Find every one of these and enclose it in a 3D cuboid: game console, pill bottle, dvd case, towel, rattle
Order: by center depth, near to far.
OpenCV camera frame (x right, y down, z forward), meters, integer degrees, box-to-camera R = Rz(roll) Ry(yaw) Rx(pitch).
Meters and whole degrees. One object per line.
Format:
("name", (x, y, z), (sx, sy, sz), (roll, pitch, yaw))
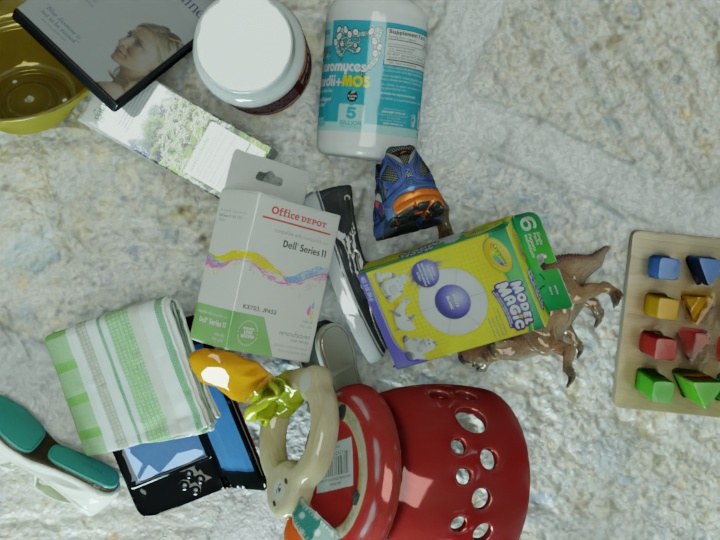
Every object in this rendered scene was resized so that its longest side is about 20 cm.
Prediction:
("rattle", (-0.094, 0.186, 1.118), (0.130, 0.143, 0.202), (-7, 69, 38))
("pill bottle", (-0.110, -0.223, 1.176), (0.113, 0.200, 0.115), (0, 94, 0))
("dvd case", (-0.246, -0.270, 1.204), (0.143, 0.018, 0.200), (42, 53, -2))
("pill bottle", (0.014, -0.220, 1.220), (0.110, 0.111, 0.202), (5, 93, 0))
("towel", (-0.248, 0.116, 1.231), (0.199, 0.031, 0.150), (-16, 94, 35))
("game console", (-0.208, 0.165, 1.244), (0.171, 0.119, 0.201), (-22, 93, 2))

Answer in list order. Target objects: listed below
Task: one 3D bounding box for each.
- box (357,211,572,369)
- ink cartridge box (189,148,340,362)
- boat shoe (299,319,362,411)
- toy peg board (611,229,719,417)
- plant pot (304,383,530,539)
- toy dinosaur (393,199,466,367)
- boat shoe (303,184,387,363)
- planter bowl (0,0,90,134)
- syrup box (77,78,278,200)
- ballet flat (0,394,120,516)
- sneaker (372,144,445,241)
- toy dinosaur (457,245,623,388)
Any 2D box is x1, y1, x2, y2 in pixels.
("box", (0.110, 0.021, 1.186), (0.199, 0.048, 0.118), (-19, 103, 21))
("ink cartridge box", (-0.093, -0.015, 1.178), (0.117, 0.067, 0.202), (13, 88, -43))
("boat shoe", (-0.025, 0.153, 1.281), (0.067, 0.057, 0.202), (-17, 99, -34))
("toy peg board", (0.392, 0.066, 1.245), (0.198, 0.098, 0.201), (6, 94, -1))
("plant pot", (0.048, 0.216, 1.178), (0.181, 0.200, 0.202), (6, 95, -29))
("toy dinosaur", (0.098, 0.017, 1.264), (0.060, 0.106, 0.202), (7, 91, -31))
("boat shoe", (0.000, 0.000, 1.261), (0.066, 0.070, 0.201), (-21, 86, 3))
("planter bowl", (-0.362, -0.207, 1.219), (0.199, 0.084, 0.202), (1, 55, -2))
("syrup box", (-0.196, -0.146, 1.241), (0.199, 0.081, 0.079), (29, 92, -1))
("ballet flat", (-0.365, 0.212, 1.281), (0.199, 0.069, 0.070), (33, 94, -3))
("sneaker", (0.047, -0.082, 1.188), (0.075, 0.200, 0.079), (-12, 84, -8))
("toy dinosaur", (0.200, 0.039, 1.254), (0.135, 0.086, 0.201), (32, 88, 5))
